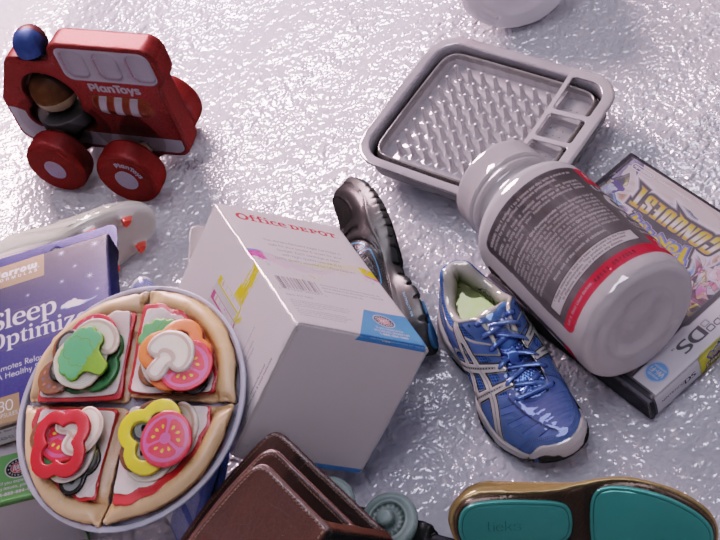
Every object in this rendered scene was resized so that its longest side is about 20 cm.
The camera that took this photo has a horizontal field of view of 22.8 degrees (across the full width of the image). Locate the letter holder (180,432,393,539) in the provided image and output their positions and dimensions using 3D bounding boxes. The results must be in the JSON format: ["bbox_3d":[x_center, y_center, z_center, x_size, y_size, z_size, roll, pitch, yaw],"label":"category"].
[{"bbox_3d":[-0.100,0.224,1.283,0.142,0.100,0.201,40,99,29],"label":"letter holder"}]

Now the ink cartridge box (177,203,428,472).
[{"bbox_3d":[-0.062,0.046,1.429,0.126,0.127,0.200,-63,37,22],"label":"ink cartridge box"}]

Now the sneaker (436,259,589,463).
[{"bbox_3d":[0.112,0.073,1.424,0.075,0.077,0.200,-29,50,-10],"label":"sneaker"}]

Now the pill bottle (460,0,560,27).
[{"bbox_3d":[0.133,-0.341,1.738,0.110,0.112,0.201,-14,49,6],"label":"pill bottle"}]

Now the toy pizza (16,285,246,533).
[{"bbox_3d":[-0.180,0.100,1.357,0.198,0.032,0.202,-11,60,20],"label":"toy pizza"}]

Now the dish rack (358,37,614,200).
[{"bbox_3d":[0.116,-0.123,1.609,0.198,0.044,0.172,21,61,30],"label":"dish rack"}]

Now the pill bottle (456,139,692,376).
[{"bbox_3d":[0.163,-0.017,1.425,0.110,0.111,0.200,-33,50,-11],"label":"pill bottle"}]

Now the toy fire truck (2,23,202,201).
[{"bbox_3d":[-0.250,-0.166,1.674,0.198,0.169,0.113,9,54,24],"label":"toy fire truck"}]

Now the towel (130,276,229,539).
[{"bbox_3d":[-0.153,0.119,1.435,0.024,0.148,0.201,-7,42,-27],"label":"towel"}]

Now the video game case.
[{"bbox_3d":[0.232,0.007,1.476,0.180,0.026,0.200,-39,51,-15],"label":"video game case"}]

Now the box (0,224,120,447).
[{"bbox_3d":[-0.256,0.043,1.477,0.120,0.033,0.201,-17,48,7],"label":"box"}]

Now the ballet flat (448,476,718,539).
[{"bbox_3d":[0.165,0.179,1.326,0.197,0.070,0.063,4,10,4],"label":"ballet flat"}]

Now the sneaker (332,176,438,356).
[{"bbox_3d":[0.000,0.000,1.523,0.081,0.074,0.201,-21,48,1],"label":"sneaker"}]

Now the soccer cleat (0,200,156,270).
[{"bbox_3d":[-0.283,-0.018,1.632,0.199,0.070,0.078,-29,46,-3],"label":"soccer cleat"}]

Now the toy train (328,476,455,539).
[{"bbox_3d":[-0.027,0.220,1.347,0.198,0.085,0.115,10,64,25],"label":"toy train"}]

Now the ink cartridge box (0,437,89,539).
[{"bbox_3d":[-0.308,0.139,1.495,0.143,0.084,0.202,-14,49,5],"label":"ink cartridge box"}]
